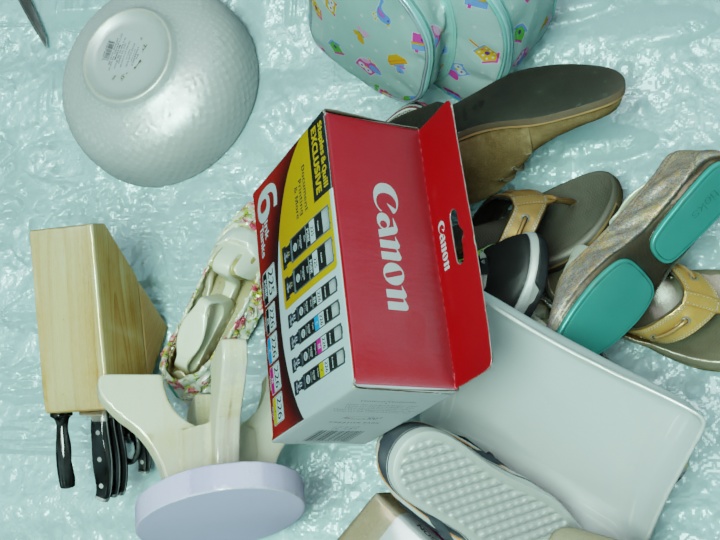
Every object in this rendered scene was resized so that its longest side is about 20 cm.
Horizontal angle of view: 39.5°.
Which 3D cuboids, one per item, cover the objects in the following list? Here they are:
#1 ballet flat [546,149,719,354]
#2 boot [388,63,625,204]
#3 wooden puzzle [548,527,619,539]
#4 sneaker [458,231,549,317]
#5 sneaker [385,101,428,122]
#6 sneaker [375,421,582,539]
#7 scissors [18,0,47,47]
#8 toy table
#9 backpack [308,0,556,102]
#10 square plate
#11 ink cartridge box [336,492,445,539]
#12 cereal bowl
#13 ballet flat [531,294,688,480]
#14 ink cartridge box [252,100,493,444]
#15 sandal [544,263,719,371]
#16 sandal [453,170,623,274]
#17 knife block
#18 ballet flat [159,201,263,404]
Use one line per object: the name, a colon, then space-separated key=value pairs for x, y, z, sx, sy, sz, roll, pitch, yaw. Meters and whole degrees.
ballet flat: x=0.198 y=-0.012 z=0.750 sx=0.200 sy=0.068 sz=0.067 roll=-45 pitch=31 yaw=-2
boot: x=0.116 y=-0.105 z=0.796 sx=0.198 sy=0.076 sz=0.074 roll=-15 pitch=33 yaw=20
wooden puzzle: x=0.187 y=0.285 z=0.639 sx=0.184 sy=0.046 sz=0.202 roll=11 pitch=79 yaw=24
sneaker: x=0.055 y=0.028 z=0.773 sx=0.200 sy=0.082 sz=0.072 roll=-38 pitch=35 yaw=35
sneaker: x=0.006 y=-0.057 z=0.856 sx=0.080 sy=0.075 sz=0.201 roll=31 pitch=86 yaw=23
sneaker: x=0.093 y=0.179 z=0.753 sx=0.200 sy=0.079 sz=0.079 roll=43 pitch=81 yaw=-14
scissors: x=-0.379 y=-0.314 z=1.083 sx=0.073 sy=0.014 sz=0.202 roll=-18 pitch=72 yaw=10
toy table: x=-0.115 y=0.141 z=0.792 sx=0.200 sy=0.182 sz=0.118 roll=-40 pitch=49 yaw=51
backpack: x=0.055 y=-0.231 z=0.826 sx=0.199 sy=0.176 sz=0.154 roll=29 pitch=66 yaw=11
square plate: x=0.135 y=0.107 z=0.726 sx=0.199 sy=0.199 sz=0.028 roll=29 pitch=52 yaw=22
ink cartridge box: x=0.043 y=0.293 z=0.753 sx=0.199 sy=0.075 sz=0.165 roll=37 pitch=91 yaw=23
cereal bowl: x=-0.201 y=-0.186 z=0.953 sx=0.198 sy=0.083 sz=0.202 roll=-4 pitch=76 yaw=17
ballet flat: x=0.166 y=0.087 z=0.770 sx=0.072 sy=0.072 sz=0.200 roll=-45 pitch=68 yaw=3
ink cartridge box: x=0.000 y=0.000 z=0.699 sx=0.175 sy=0.083 sz=0.202 roll=-41 pitch=50 yaw=52
sandal: x=0.232 y=0.022 z=0.772 sx=0.198 sy=0.054 sz=0.081 roll=18 pitch=81 yaw=22
sandal: x=0.114 y=-0.035 z=0.815 sx=0.198 sy=0.055 sz=0.082 roll=-16 pitch=46 yaw=18
knife block: x=-0.231 y=0.085 z=0.847 sx=0.063 sy=0.201 sz=0.177 roll=-5 pitch=45 yaw=16
ballet flat: x=-0.118 y=0.023 z=0.882 sx=0.075 sy=0.064 sz=0.202 roll=18 pitch=82 yaw=20
